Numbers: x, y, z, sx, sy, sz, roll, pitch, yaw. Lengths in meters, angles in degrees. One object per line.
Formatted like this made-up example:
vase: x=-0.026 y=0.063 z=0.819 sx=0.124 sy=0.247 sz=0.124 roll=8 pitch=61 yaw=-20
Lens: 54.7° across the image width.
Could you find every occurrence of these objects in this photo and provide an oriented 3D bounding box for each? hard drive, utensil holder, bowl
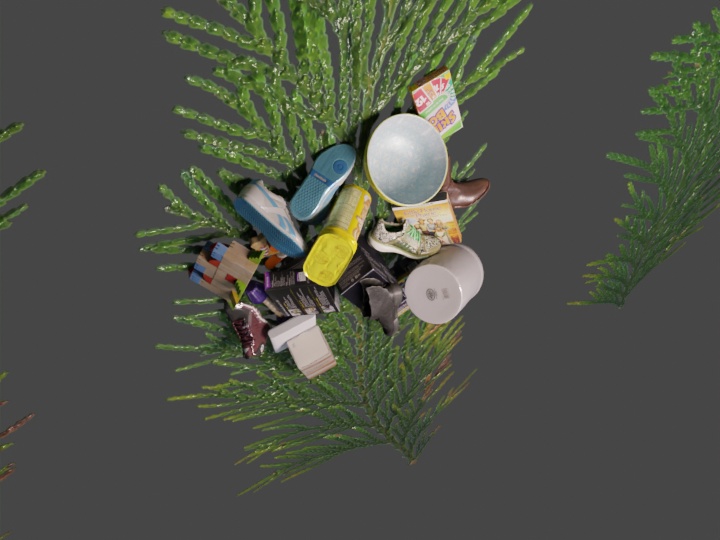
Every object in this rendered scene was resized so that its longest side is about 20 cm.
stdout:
hard drive: x=-0.182 y=0.166 z=1.881 sx=0.130 sy=0.027 sz=0.200 roll=-27 pitch=166 yaw=-11
utensil holder: x=0.218 y=0.032 z=1.828 sx=0.171 sy=0.170 sz=0.200 roll=-53 pitch=171 yaw=29
bowl: x=0.086 y=-0.239 z=1.559 sx=0.197 sy=0.204 sz=0.107 roll=-15 pitch=-176 yaw=-21

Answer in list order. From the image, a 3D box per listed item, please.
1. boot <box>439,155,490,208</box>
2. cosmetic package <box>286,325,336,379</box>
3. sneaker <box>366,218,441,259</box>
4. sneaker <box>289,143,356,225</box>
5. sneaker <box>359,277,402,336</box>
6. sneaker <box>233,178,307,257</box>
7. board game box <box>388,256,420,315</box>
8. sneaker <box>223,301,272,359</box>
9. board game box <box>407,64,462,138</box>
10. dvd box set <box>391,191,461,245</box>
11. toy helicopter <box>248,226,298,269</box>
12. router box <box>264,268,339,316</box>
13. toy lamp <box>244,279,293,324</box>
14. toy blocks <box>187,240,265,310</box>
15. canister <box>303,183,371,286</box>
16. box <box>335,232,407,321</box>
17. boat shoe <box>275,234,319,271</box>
boot: x=0.231 y=-0.235 z=1.735 sx=0.184 sy=0.065 sz=0.201 roll=-28 pitch=142 yaw=-2
cosmetic package: x=-0.134 y=0.235 z=1.963 sx=0.102 sy=0.088 sz=0.200 roll=-27 pitch=163 yaw=-3
sneaker: x=0.119 y=-0.088 z=1.772 sx=0.196 sy=0.078 sz=0.089 roll=6 pitch=139 yaw=-13
sneaker: x=-0.081 y=-0.188 z=1.561 sx=0.201 sy=0.079 sz=0.131 roll=-49 pitch=171 yaw=-5
sneaker: x=0.043 y=0.093 z=1.681 sx=0.103 sy=0.060 sz=0.202 roll=-16 pitch=137 yaw=-22
sneaker: x=-0.179 y=-0.110 z=1.501 sx=0.076 sy=0.081 sz=0.200 roll=-15 pitch=127 yaw=45
board game box: x=0.108 y=0.058 z=2.005 sx=0.199 sy=0.057 sz=0.165 roll=-35 pitch=147 yaw=4
sneaker: x=-0.288 y=0.160 z=1.769 sx=0.074 sy=0.117 sz=0.200 roll=-4 pitch=153 yaw=23
board game box: x=0.173 y=-0.361 z=1.569 sx=0.095 sy=0.030 sz=0.201 roll=-30 pitch=147 yaw=0
dvd box set: x=0.174 y=-0.126 z=1.797 sx=0.144 sy=0.030 sz=0.201 roll=-7 pitch=148 yaw=15
toy helicopter: x=-0.226 y=-0.046 z=1.635 sx=0.198 sy=0.080 sz=0.132 roll=-32 pitch=155 yaw=21
router box: x=-0.139 y=0.054 z=1.705 sx=0.146 sy=0.052 sz=0.201 roll=-6 pitch=157 yaw=6
toy lamp: x=-0.234 y=0.083 z=1.779 sx=0.058 sy=0.059 sz=0.200 roll=-34 pitch=145 yaw=5
toy blocks: x=-0.310 y=-0.008 z=1.564 sx=0.135 sy=0.101 sz=0.200 roll=30 pitch=141 yaw=-7
canister: x=-0.048 y=-0.084 z=1.562 sx=0.086 sy=0.201 sz=0.149 roll=27 pitch=132 yaw=-7
box: x=0.000 y=0.000 z=1.743 sx=0.104 sy=0.183 sz=0.200 roll=-37 pitch=144 yaw=10
boat shoe: x=-0.155 y=-0.028 z=1.694 sx=0.199 sy=0.067 sz=0.069 roll=-30 pitch=172 yaw=40
